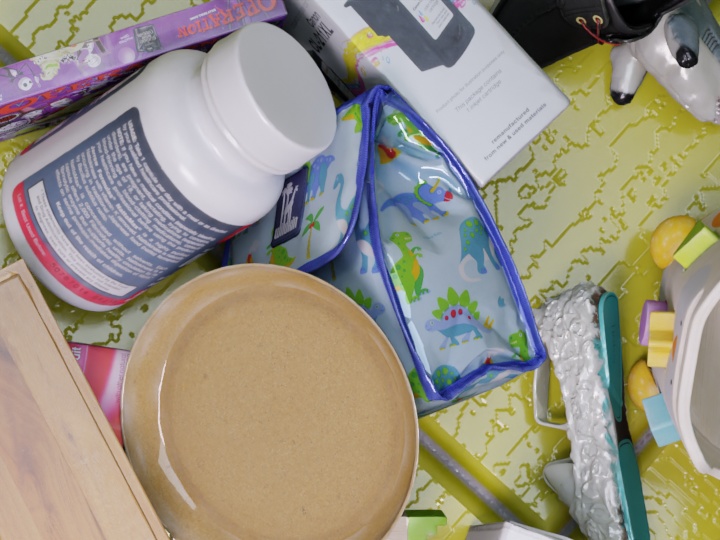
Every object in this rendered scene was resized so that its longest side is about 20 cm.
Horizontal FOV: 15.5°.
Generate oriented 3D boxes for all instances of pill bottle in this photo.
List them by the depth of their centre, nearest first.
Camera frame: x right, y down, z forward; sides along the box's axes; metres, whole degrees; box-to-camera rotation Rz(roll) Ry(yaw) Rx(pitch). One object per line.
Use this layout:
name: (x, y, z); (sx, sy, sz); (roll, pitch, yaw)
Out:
pill bottle: (-0.117, -0.067, 1.652); (0.200, 0.120, 0.120); (-30, 88, 31)

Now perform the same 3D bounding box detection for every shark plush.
shark plush: (0.209, -0.192, 1.804); (0.083, 0.091, 0.200); (-3, 65, -29)

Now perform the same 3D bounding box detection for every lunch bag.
lunch bag: (0.000, 0.000, 1.671); (0.127, 0.170, 0.200); (-15, 84, -38)

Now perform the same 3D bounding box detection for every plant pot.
plant pot: (-0.052, 0.093, 1.610); (0.200, 0.027, 0.200); (4, 100, 23)

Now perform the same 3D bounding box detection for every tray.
tray: (-0.203, 0.104, 1.616); (0.099, 0.037, 0.200); (-28, 86, -8)

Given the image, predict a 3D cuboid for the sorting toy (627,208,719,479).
sorting toy: (0.225, 0.047, 1.684); (0.107, 0.180, 0.200); (10, 100, 8)

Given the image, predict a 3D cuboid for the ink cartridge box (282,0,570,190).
ink cartridge box: (0.027, -0.143, 1.714); (0.083, 0.146, 0.200); (-43, 90, -10)

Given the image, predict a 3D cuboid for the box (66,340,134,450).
box: (-0.204, 0.144, 1.678); (0.099, 0.095, 0.200); (9, 83, -6)

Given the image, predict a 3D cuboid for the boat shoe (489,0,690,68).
boat shoe: (0.160, -0.181, 1.726); (0.074, 0.201, 0.063); (24, 45, -43)

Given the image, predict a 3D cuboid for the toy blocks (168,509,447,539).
toy blocks: (-0.048, 0.221, 1.702); (0.200, 0.100, 0.137); (0, 96, -7)

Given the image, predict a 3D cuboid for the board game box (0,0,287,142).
board game box: (-0.149, -0.132, 1.701); (0.200, 0.120, 0.032); (-18, 80, -9)

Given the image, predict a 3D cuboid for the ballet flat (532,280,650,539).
ballet flat: (0.150, 0.109, 1.754); (0.072, 0.072, 0.200); (-6, 83, -8)

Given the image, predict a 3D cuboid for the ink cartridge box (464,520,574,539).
ink cartridge box: (0.086, 0.264, 1.679); (0.085, 0.146, 0.200); (22, 81, -4)
